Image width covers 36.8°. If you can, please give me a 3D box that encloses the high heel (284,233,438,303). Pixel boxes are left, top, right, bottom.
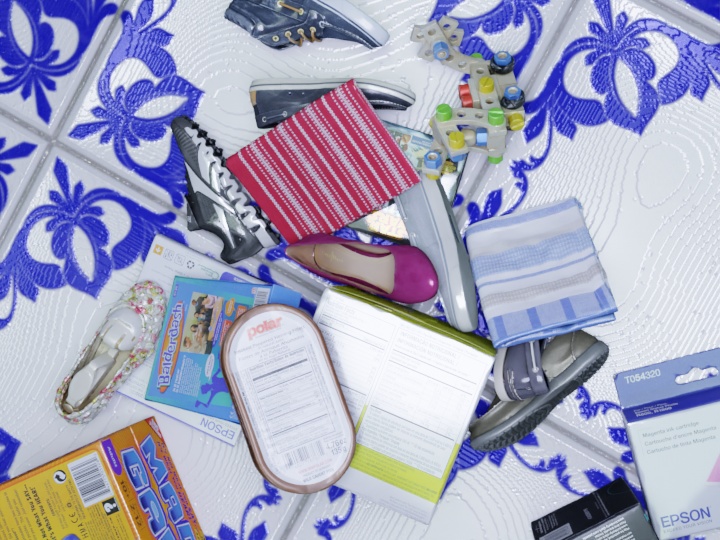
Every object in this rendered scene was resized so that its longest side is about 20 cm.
[{"bbox_3d":[0.000,0.000,1.209,0.096,0.199,0.068,-3,100,-34],"label":"high heel"}]

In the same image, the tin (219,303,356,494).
[{"bbox_3d":[-0.073,0.130,1.109,0.111,0.042,0.201,-20,88,-15],"label":"tin"}]

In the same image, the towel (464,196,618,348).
[{"bbox_3d":[0.202,-0.002,1.234,0.146,0.201,0.024,-15,132,7],"label":"towel"}]

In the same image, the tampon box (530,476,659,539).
[{"bbox_3d":[0.297,0.364,1.228,0.126,0.150,0.201,-27,87,5],"label":"tampon box"}]

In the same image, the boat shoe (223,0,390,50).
[{"bbox_3d":[-0.066,-0.296,1.306,0.199,0.071,0.091,31,95,12],"label":"boat shoe"}]

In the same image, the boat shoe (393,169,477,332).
[{"bbox_3d":[0.081,-0.018,1.241,0.071,0.070,0.202,-20,69,15],"label":"boat shoe"}]

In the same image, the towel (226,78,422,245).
[{"bbox_3d":[-0.045,-0.117,1.250,0.199,0.023,0.145,-28,110,29],"label":"towel"}]

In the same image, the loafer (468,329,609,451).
[{"bbox_3d":[0.202,0.138,1.284,0.200,0.075,0.070,-38,64,-4],"label":"loafer"}]

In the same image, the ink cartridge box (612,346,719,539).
[{"bbox_3d":[0.416,0.197,1.270,0.195,0.043,0.201,-16,90,6],"label":"ink cartridge box"}]

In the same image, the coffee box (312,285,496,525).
[{"bbox_3d":[0.030,0.141,1.230,0.199,0.200,0.199,22,93,7],"label":"coffee box"}]

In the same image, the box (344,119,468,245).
[{"bbox_3d":[0.019,-0.112,1.309,0.199,0.040,0.138,17,93,6],"label":"box"}]

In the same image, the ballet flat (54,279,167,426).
[{"bbox_3d":[-0.299,0.102,1.292,0.075,0.064,0.201,32,93,9],"label":"ballet flat"}]

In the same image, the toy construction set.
[{"bbox_3d":[0.122,-0.202,1.258,0.130,0.092,0.201,-9,65,1],"label":"toy construction set"}]

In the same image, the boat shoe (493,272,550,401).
[{"bbox_3d":[0.206,0.061,1.238,0.062,0.073,0.201,-5,49,34],"label":"boat shoe"}]

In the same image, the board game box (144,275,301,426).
[{"bbox_3d":[-0.158,0.088,1.213,0.199,0.045,0.153,5,79,48],"label":"board game box"}]

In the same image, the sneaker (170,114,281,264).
[{"bbox_3d":[-0.186,-0.093,1.318,0.090,0.066,0.201,-35,89,3],"label":"sneaker"}]

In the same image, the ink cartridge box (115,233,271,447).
[{"bbox_3d":[-0.200,0.085,1.331,0.197,0.043,0.201,24,92,7],"label":"ink cartridge box"}]

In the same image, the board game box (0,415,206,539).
[{"bbox_3d":[-0.319,0.313,1.267,0.199,0.200,0.201,-24,88,5],"label":"board game box"}]

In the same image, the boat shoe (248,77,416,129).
[{"bbox_3d":[-0.033,-0.191,1.261,0.198,0.075,0.063,1,90,10],"label":"boat shoe"}]
